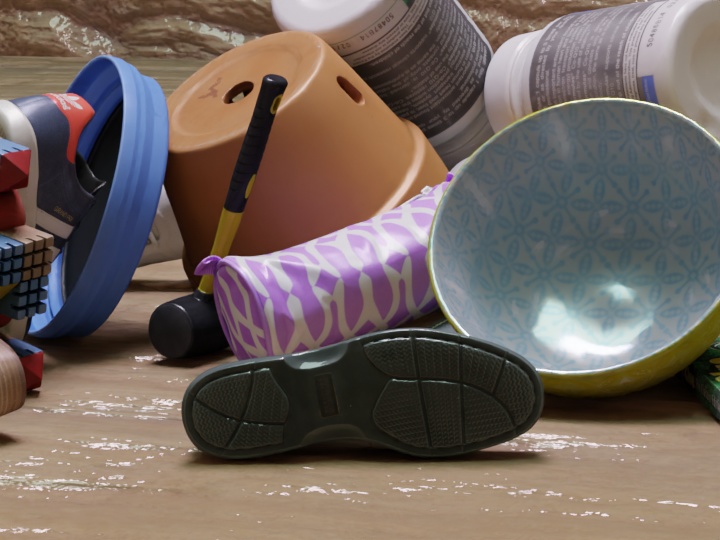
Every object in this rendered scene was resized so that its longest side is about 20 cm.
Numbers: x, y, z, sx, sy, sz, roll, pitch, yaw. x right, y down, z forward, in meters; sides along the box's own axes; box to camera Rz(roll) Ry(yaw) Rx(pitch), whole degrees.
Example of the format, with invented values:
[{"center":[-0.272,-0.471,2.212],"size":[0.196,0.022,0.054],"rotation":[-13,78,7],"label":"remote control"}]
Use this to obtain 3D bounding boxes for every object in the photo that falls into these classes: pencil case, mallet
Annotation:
[{"center":[0.000,0.000,1.674],"size":[0.200,0.086,0.084],"rotation":[-20,-13,-28],"label":"pencil case"},{"center":[-0.090,-0.032,1.672],"size":[0.041,0.200,0.066],"rotation":[29,29,26],"label":"mallet"}]

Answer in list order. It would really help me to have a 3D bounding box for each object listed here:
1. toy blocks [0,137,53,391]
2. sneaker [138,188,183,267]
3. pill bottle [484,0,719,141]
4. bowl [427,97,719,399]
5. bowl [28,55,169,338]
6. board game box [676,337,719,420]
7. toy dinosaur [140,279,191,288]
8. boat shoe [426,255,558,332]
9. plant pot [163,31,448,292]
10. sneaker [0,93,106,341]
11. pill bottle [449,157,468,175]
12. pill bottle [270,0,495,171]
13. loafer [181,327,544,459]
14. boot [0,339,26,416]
[{"center":[-0.251,-0.010,1.608],"size":[0.137,0.200,0.100],"rotation":[20,22,35],"label":"toy blocks"},{"center":[-0.185,-0.024,1.978],"size":[0.200,0.071,0.080],"rotation":[-17,15,31],"label":"sneaker"},{"center":[0.187,-0.131,1.824],"size":[0.114,0.114,0.200],"rotation":[-9,4,-38],"label":"pill bottle"},{"center":[0.150,0.004,1.587],"size":[0.200,0.200,0.108],"rotation":[2,-30,21],"label":"bowl"},{"center":[-0.187,-0.048,1.779],"size":[0.039,0.201,0.201],"rotation":[17,2,-23],"label":"bowl"},{"center":[0.252,0.067,1.536],"size":[0.105,0.024,0.200],"rotation":[-4,10,-4],"label":"board game box"},{"center":[-0.056,-0.011,1.987],"size":[0.200,0.060,0.106],"rotation":[-14,-21,-40],"label":"toy dinosaur"},{"center":[0.115,0.007,1.680],"size":[0.200,0.062,0.073],"rotation":[-24,19,-21],"label":"boat shoe"},{"center":[-0.054,-0.071,1.788],"size":[0.200,0.140,0.200],"rotation":[-23,30,14],"label":"plant pot"},{"center":[-0.211,-0.031,1.693],"size":[0.084,0.200,0.075],"rotation":[-23,53,-36],"label":"sneaker"},{"center":[0.120,-0.025,1.829],"size":[0.200,0.113,0.113],"rotation":[4,11,28],"label":"pill bottle"},{"center":[0.029,-0.159,1.885],"size":[0.113,0.113,0.200],"rotation":[6,-28,37],"label":"pill bottle"},{"center":[0.002,0.067,1.437],"size":[0.200,0.072,0.063],"rotation":[-3,4,3],"label":"loafer"},{"center":[-0.308,0.067,1.505],"size":[0.155,0.077,0.200],"rotation":[-13,22,-35],"label":"boot"}]
